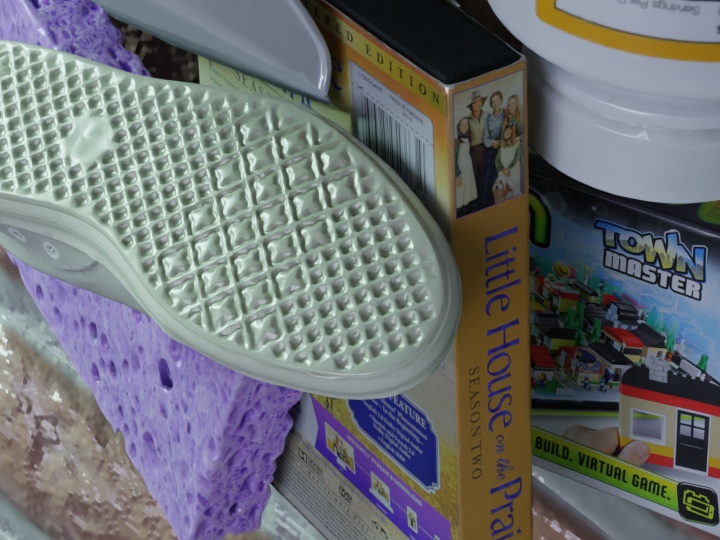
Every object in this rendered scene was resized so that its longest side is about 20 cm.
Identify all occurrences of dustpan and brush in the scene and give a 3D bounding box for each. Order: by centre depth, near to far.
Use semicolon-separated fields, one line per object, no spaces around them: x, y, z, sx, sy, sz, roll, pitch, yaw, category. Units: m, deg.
-0.098;-0.124;0.795;0.200;0.057;0.139;29;178;-38;dustpan and brush

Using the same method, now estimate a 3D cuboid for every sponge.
-0.082;-0.019;0.944;0.200;0.030;0.112;56;149;29;sponge

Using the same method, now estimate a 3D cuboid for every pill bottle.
0.089;-0.122;0.767;0.109;0.109;0.201;22;128;23;pill bottle

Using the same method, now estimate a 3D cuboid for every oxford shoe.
-0.046;-0.013;0.831;0.199;0.075;0.058;22;161;36;oxford shoe

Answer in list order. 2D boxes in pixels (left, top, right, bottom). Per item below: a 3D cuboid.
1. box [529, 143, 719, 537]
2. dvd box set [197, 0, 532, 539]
0.040;0.000;0.927;0.199;0.035;0.111;20;128;25;box
0.000;0.000;0.869;0.146;0.029;0.201;39;141;47;dvd box set
